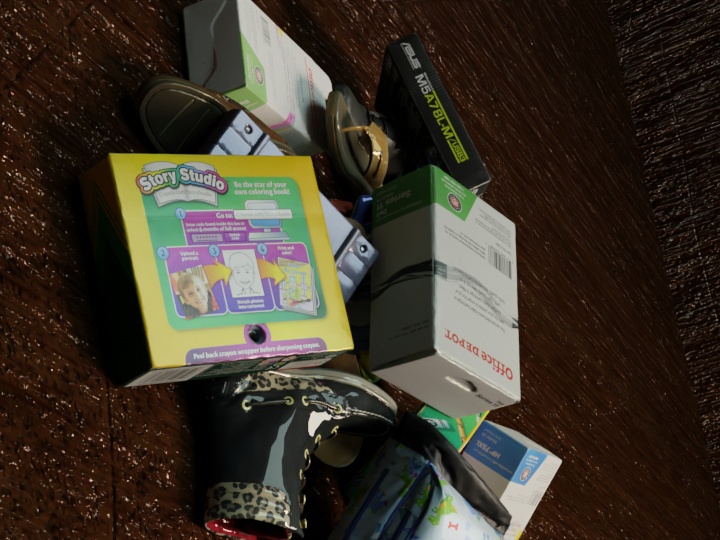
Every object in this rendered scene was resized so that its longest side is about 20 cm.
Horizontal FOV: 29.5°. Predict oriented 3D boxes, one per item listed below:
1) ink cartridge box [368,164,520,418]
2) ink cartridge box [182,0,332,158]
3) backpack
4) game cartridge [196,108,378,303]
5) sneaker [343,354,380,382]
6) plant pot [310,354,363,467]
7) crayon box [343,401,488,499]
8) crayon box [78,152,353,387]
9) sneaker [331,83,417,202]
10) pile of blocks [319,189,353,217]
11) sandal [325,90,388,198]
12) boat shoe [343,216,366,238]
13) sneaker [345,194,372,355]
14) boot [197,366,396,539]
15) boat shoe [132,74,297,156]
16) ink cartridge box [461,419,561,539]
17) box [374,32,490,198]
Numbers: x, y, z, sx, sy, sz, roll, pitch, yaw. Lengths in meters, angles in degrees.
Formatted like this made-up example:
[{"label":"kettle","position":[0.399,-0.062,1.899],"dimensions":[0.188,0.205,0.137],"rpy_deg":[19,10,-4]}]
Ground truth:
[{"label":"ink cartridge box","position":[0.082,0.024,1.322],"dimensions":[0.146,0.083,0.202],"rpy_deg":[33,48,-42]},{"label":"ink cartridge box","position":[-0.096,-0.181,1.382],"dimensions":[0.200,0.067,0.118],"rpy_deg":[36,41,-56]},{"label":"backpack","position":[0.042,0.260,1.216],"dimensions":[0.163,0.200,0.154],"rpy_deg":[52,-8,-37]},{"label":"game cartridge","position":[-0.081,-0.029,1.220],"dimensions":[0.200,0.038,0.130],"rpy_deg":[45,63,-28]},{"label":"sneaker","position":[0.018,0.037,1.474],"dimensions":[0.084,0.074,0.201],"rpy_deg":[44,34,-42]},{"label":"plant pot","position":[-0.053,0.095,1.322],"dimensions":[0.200,0.027,0.201],"rpy_deg":[51,29,-42]},{"label":"crayon box","position":[0.067,0.174,1.408],"dimensions":[0.058,0.119,0.200],"rpy_deg":[44,21,5]},{"label":"crayon box","position":[-0.114,-0.005,1.105],"dimensions":[0.199,0.058,0.174],"rpy_deg":[-2,73,-40]},{"label":"sneaker","position":[0.013,-0.151,1.552],"dimensions":[0.200,0.090,0.077],"rpy_deg":[59,23,-60]},{"label":"pile of blocks","position":[-0.050,-0.069,1.414],"dimensions":[0.200,0.062,0.083],"rpy_deg":[5,68,-67]},{"label":"sandal","position":[0.010,-0.117,1.436],"dimensions":[0.201,0.054,0.081],"rpy_deg":[61,21,-46]},{"label":"boat shoe","position":[-0.088,-0.037,1.280],"dimensions":[0.199,0.072,0.073],"rpy_deg":[10,85,-39]},{"label":"sneaker","position":[0.000,0.000,1.359],"dimensions":[0.201,0.074,0.089],"rpy_deg":[-88,177,-55]},{"label":"boot","position":[-0.053,0.159,1.162],"dimensions":[0.202,0.073,0.155],"rpy_deg":[20,54,-34]},{"label":"boat shoe","position":[-0.140,-0.129,1.252],"dimensions":[0.200,0.072,0.068],"rpy_deg":[32,16,-49]},{"label":"ink cartridge box","position":[0.128,0.270,1.479],"dimensions":[0.201,0.067,0.116],"rpy_deg":[-61,150,1]},{"label":"box","position":[0.080,-0.153,1.611],"dimensions":[0.194,0.047,0.200],"rpy_deg":[62,-9,11]}]
